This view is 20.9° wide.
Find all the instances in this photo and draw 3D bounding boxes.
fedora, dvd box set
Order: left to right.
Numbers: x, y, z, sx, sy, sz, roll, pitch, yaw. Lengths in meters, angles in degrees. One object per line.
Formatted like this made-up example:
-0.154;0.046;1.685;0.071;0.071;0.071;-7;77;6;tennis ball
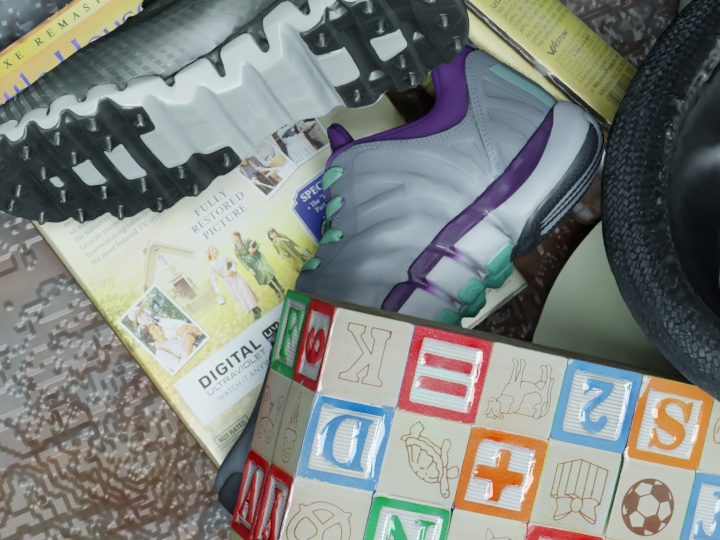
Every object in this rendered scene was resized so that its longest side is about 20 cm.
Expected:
-0.050;-0.029;0.776;0.146;0.029;0.200;-38;91;-10;dvd box set
0.185;-0.027;0.687;0.200;0.092;0.201;-5;70;13;fedora

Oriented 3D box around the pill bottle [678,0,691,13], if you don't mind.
0.236;-0.094;0.782;0.199;0.116;0.117;8;82;-6;pill bottle

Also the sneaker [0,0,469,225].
-0.060;-0.084;0.734;0.200;0.067;0.091;-23;50;9;sneaker

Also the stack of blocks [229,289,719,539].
0.061;0.085;0.680;0.200;0.059;0.115;12;92;-19;stack of blocks

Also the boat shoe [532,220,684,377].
0.098;0.059;0.765;0.071;0.063;0.200;20;84;23;boat shoe

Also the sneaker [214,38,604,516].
0.000;0.000;0.735;0.088;0.074;0.200;40;82;11;sneaker

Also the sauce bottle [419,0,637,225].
0.038;-0.105;0.781;0.200;0.065;0.065;43;80;-2;sauce bottle
